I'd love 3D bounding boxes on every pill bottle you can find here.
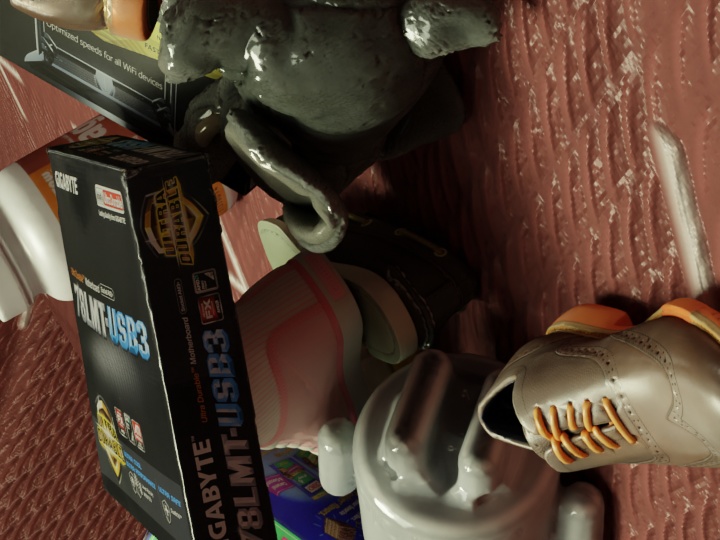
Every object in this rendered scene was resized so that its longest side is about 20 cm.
[{"bbox_3d":[-0.200,-0.049,1.289,0.112,0.199,0.112,52,163,22],"label":"pill bottle"}]

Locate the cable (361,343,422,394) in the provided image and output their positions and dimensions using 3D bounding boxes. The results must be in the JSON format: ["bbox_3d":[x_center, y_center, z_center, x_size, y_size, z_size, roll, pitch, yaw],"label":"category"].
[{"bbox_3d":[0.045,0.121,1.080,0.097,0.050,0.201,-41,73,42],"label":"cable"}]

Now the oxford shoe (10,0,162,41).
[{"bbox_3d":[-0.121,-0.205,0.820,0.071,0.072,0.201,95,-179,-63],"label":"oxford shoe"}]

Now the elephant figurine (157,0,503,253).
[{"bbox_3d":[-0.020,-0.080,0.804,0.201,0.140,0.156,84,172,-51],"label":"elephant figurine"}]

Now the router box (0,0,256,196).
[{"bbox_3d":[-0.121,-0.153,0.930,0.199,0.052,0.158,30,140,19],"label":"router box"}]

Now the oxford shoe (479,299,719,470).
[{"bbox_3d":[0.110,0.059,0.713,0.072,0.073,0.200,61,165,-6],"label":"oxford shoe"}]

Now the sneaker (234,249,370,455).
[{"bbox_3d":[-0.050,0.071,0.989,0.075,0.104,0.201,48,163,25],"label":"sneaker"}]

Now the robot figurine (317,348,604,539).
[{"bbox_3d":[0.054,0.123,0.965,0.168,0.113,0.201,17,150,16],"label":"robot figurine"}]

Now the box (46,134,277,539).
[{"bbox_3d":[-0.106,0.035,0.885,0.200,0.049,0.200,-161,59,-67],"label":"box"}]

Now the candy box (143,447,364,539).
[{"bbox_3d":[-0.011,0.184,1.098,0.199,0.077,0.169,32,-164,15],"label":"candy box"}]

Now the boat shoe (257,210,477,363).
[{"bbox_3d":[0.000,0.000,1.005,0.201,0.060,0.072,29,147,61],"label":"boat shoe"}]
